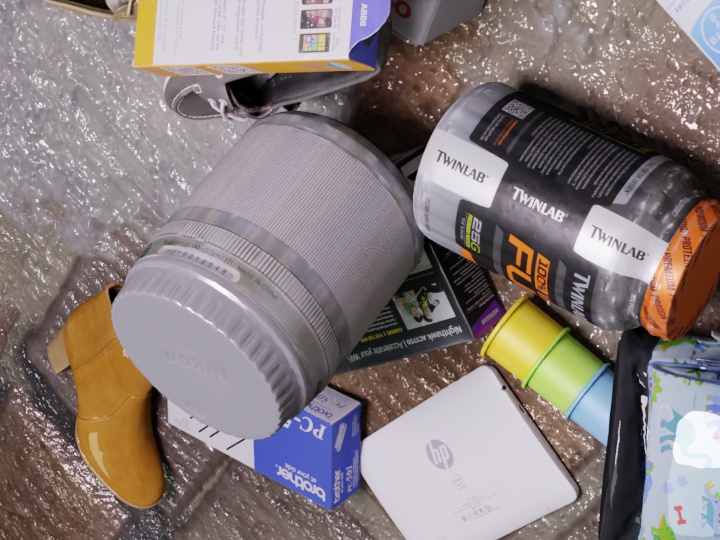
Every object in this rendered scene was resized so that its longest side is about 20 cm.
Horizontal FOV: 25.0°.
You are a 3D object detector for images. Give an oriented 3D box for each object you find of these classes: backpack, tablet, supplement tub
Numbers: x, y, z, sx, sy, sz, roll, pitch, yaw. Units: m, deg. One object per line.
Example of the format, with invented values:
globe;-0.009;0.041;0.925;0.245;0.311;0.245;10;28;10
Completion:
backpack;0.265;0.127;1.083;0.198;0.154;0.165;7;94;7
tablet;0.081;0.168;1.349;0.131;0.014;0.200;55;135;2
supplement tub;0.146;-0.038;1.105;0.199;0.122;0.123;28;129;26

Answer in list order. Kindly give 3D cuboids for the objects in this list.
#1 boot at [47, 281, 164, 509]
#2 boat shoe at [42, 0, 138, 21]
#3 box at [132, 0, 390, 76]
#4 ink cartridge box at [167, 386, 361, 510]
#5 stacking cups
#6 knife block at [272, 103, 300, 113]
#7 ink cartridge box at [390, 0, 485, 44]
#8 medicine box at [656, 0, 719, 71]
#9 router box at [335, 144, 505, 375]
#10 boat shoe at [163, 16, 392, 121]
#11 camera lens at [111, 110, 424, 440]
boot;-0.218;0.120;1.530;0.144;0.071;0.202;-32;86;48
boat shoe;-0.184;-0.230;1.309;0.199;0.066;0.075;6;116;32
box;-0.058;-0.191;1.070;0.199;0.041;0.120;3;87;29
ink cartridge box;-0.088;0.126;1.439;0.199;0.044;0.095;23;127;33
stacking cups;0.185;0.098;1.200;0.200;0.060;0.061;36;132;13
knife block;-0.094;-0.220;1.234;0.064;0.176;0.201;-31;56;9
ink cartridge box;0.037;-0.278;1.088;0.146;0.086;0.201;37;134;18
medicine box;0.225;-0.251;0.936;0.200;0.103;0.182;49;134;6
router box;0.000;0.000;1.295;0.199;0.051;0.150;-17;102;43
boat shoe;-0.063;-0.136;1.123;0.199;0.067;0.057;-21;63;35
camera lens;-0.061;-0.002;1.152;0.159;0.200;0.160;27;147;19
